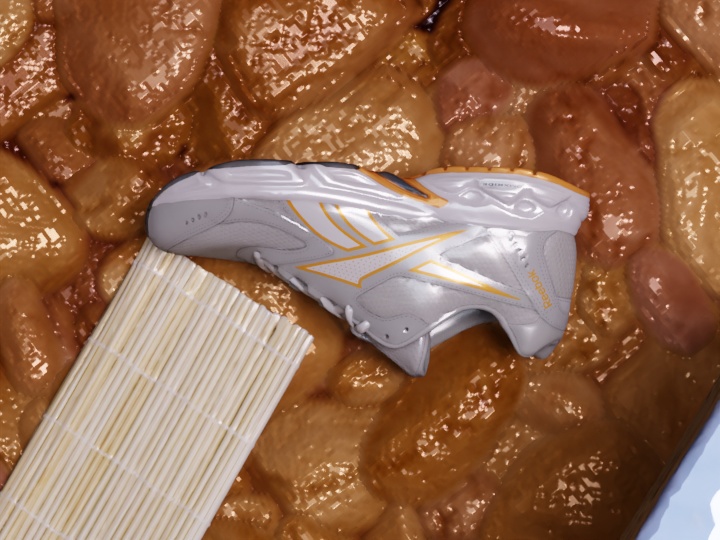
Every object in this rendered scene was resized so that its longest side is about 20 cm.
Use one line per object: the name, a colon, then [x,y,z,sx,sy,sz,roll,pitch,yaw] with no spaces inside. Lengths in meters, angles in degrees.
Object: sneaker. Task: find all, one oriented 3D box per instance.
sneaker: [0.000,0.000,0.789,0.198,0.076,0.093,2,88,9]

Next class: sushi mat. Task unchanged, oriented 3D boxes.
sushi mat: [-0.109,0.092,0.820,0.095,0.012,0.201,29,87,9]

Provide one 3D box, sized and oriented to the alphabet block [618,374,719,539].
alphabet block: [0.193,0.135,0.680,0.195,0.200,0.197,34,89,9]
